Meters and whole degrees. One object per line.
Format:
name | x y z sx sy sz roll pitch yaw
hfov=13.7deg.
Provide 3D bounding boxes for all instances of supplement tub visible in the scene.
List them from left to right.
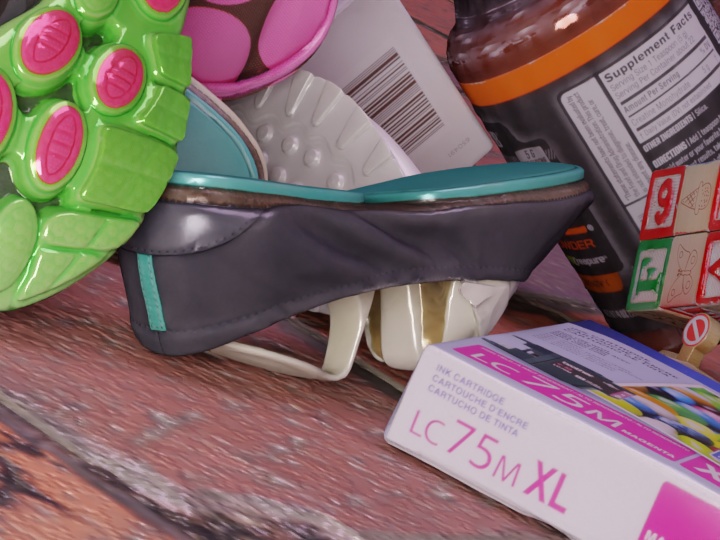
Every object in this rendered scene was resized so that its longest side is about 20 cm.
supplement tub | 0.106 -0.070 1.231 0.200 0.107 0.107 57 3 -13

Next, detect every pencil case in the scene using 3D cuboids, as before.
pencil case | -0.080 -0.134 1.101 0.090 0.094 0.200 -10 25 -30

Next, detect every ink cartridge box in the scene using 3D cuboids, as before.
ink cartridge box | 0.098 0.059 0.985 0.119 0.042 0.200 28 9 19

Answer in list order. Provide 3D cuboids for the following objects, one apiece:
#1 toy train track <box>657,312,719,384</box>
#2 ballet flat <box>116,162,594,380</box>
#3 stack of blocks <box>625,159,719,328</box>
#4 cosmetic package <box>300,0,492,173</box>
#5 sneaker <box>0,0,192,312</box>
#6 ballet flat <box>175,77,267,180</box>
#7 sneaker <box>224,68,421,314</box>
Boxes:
toy train track | 0.169 0.050 1.077 0.115 0.033 0.200 32 -8 -32
ballet flat | 0.000 0.000 0.959 0.073 0.073 0.200 31 23 37
stack of blocks | 0.219 0.010 1.157 0.199 0.059 0.115 16 -9 -21
cosmetic package | -0.037 -0.097 1.277 0.102 0.071 0.200 55 -9 -33
sneaker | -0.096 -0.063 0.904 0.077 0.084 0.200 35 48 -23
ballet flat | -0.128 -0.059 1.017 0.199 0.070 0.069 21 10 -14
sneaker | -0.023 -0.033 1.105 0.080 0.077 0.200 27 6 -46
